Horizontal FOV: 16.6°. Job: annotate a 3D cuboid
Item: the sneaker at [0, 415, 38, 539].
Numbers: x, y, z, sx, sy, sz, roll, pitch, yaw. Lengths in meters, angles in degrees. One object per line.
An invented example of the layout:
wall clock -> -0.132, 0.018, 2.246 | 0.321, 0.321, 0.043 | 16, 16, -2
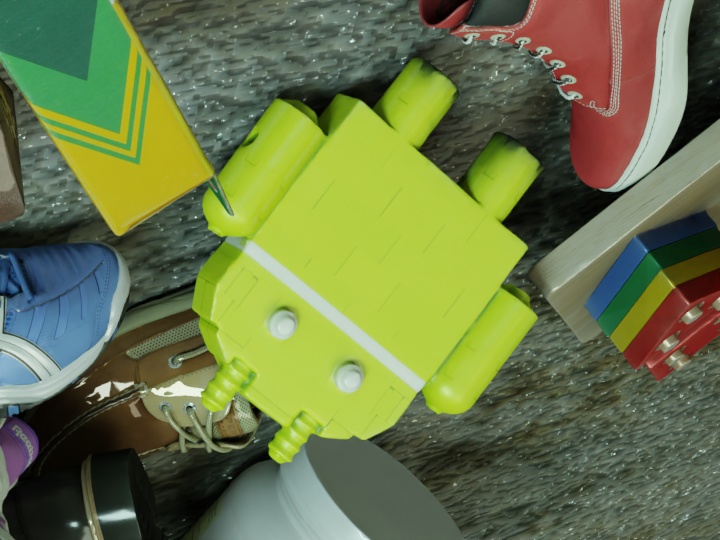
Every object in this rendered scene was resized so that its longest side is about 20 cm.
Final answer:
sneaker -> -0.178, 0.101, 1.119 | 0.114, 0.200, 0.073 | -22, 124, -36

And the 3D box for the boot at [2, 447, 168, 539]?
boot -> -0.162, 0.172, 1.252 | 0.138, 0.077, 0.200 | -10, 129, 2

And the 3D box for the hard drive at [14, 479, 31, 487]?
hard drive -> -0.241, 0.169, 1.283 | 0.200, 0.026, 0.132 | -5, 135, -38

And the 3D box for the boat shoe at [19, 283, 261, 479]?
boat shoe -> -0.079, 0.053, 1.244 | 0.200, 0.074, 0.076 | -34, 146, -4

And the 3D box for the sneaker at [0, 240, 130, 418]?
sneaker -> -0.195, 0.024, 1.104 | 0.200, 0.076, 0.077 | -19, 143, -23

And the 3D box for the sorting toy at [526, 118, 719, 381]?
sorting toy -> 0.201, -0.020, 1.353 | 0.200, 0.070, 0.199 | -38, 166, 3

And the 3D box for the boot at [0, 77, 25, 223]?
boot -> -0.214, 0.007, 1.029 | 0.200, 0.064, 0.187 | -27, 114, -17

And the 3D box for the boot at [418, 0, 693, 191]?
boot -> 0.089, -0.110, 1.211 | 0.144, 0.072, 0.200 | -17, 138, -20

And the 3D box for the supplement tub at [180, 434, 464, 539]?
supplement tub -> -0.047, 0.199, 1.384 | 0.200, 0.145, 0.145 | -48, 144, 17

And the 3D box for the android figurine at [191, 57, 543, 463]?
android figurine -> 0.000, 0.000, 1.206 | 0.182, 0.041, 0.200 | 42, 82, -24

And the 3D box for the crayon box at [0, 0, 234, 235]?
crayon box -> -0.124, -0.100, 0.974 | 0.051, 0.127, 0.200 | -33, 145, -4
